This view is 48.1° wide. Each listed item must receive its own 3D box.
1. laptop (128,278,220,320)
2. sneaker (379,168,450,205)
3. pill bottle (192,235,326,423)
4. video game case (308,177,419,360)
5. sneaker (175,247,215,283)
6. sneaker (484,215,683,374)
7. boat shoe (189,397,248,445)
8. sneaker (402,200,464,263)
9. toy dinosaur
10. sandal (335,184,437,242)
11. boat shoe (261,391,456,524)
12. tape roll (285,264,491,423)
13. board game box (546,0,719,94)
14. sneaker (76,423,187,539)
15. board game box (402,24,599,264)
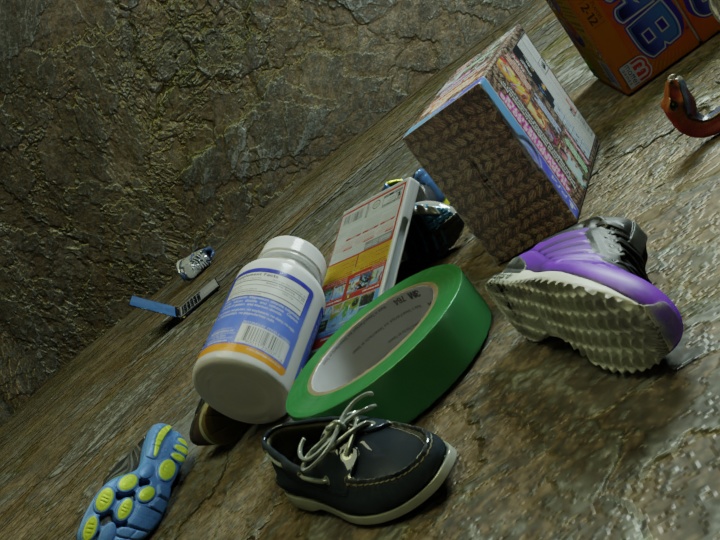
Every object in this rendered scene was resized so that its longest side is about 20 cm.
[{"bbox_3d":[-0.476,0.055,2.070,0.200,0.116,0.187,-41,13,-7],"label":"laptop"},{"bbox_3d":[0.049,-0.095,1.179,0.199,0.079,0.066,-25,20,53],"label":"sneaker"},{"bbox_3d":[-0.103,0.059,0.904,0.112,0.112,0.201,-29,30,38],"label":"pill bottle"},{"bbox_3d":[0.000,0.000,0.935,0.142,0.017,0.202,-22,46,52],"label":"video game case"},{"bbox_3d":[-0.530,-0.029,2.615,0.085,0.077,0.200,-30,16,20],"label":"sneaker"},{"bbox_3d":[0.160,0.002,0.541,0.099,0.070,0.200,-38,13,-8],"label":"sneaker"},{"bbox_3d":[-0.142,0.127,0.964,0.066,0.072,0.202,-21,26,39],"label":"boat shoe"},{"bbox_3d":[0.060,-0.048,1.007,0.086,0.076,0.199,-30,9,-41],"label":"sneaker"},{"bbox_3d":[0.336,-0.180,0.649,0.183,0.104,0.200,-57,22,12],"label":"toy dinosaur"},{"bbox_3d":[0.038,-0.053,1.123,0.042,0.077,0.199,7,-23,-41],"label":"sandal"},{"bbox_3d":[-0.010,0.133,0.587,0.075,0.062,0.199,-44,14,-29],"label":"boat shoe"},{"bbox_3d":[0.023,0.076,0.721,0.200,0.048,0.201,-37,13,10],"label":"tape roll"},{"bbox_3d":[0.345,-0.374,1.011,0.199,0.200,0.200,-35,14,15],"label":"board game box"},{"bbox_3d":[-0.251,0.249,0.888,0.083,0.071,0.200,-49,7,21],"label":"sneaker"},{"bbox_3d":[0.152,-0.135,0.830,0.096,0.160,0.200,-31,15,35],"label":"board game box"}]
